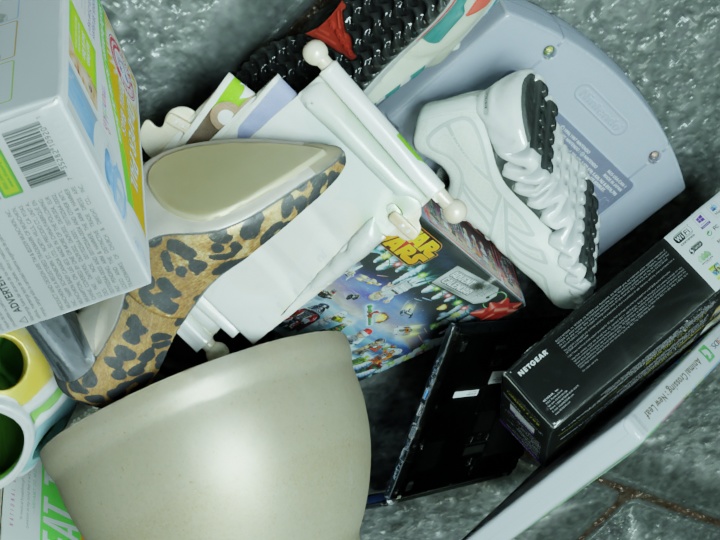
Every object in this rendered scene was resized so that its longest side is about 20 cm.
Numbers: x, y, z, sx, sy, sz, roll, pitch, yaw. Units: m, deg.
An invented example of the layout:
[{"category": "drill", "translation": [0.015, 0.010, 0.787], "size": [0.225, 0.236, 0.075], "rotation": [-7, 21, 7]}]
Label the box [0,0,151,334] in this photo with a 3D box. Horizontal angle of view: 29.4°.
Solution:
[{"category": "box", "translation": [-0.174, -0.075, 0.687], "size": [0.101, 0.200, 0.113], "rotation": [-18, 128, 2]}]

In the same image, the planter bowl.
[{"category": "planter bowl", "translation": [-0.076, 0.138, 0.833], "size": [0.200, 0.135, 0.200], "rotation": [-22, 169, -4]}]

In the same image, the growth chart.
[{"category": "growth chart", "translation": [-0.060, -0.036, 0.763], "size": [0.200, 0.018, 0.145], "rotation": [-33, 98, 23]}]

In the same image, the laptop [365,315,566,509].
[{"category": "laptop", "translation": [0.039, 0.107, 0.972], "size": [0.177, 0.103, 0.200], "rotation": [0, 114, -57]}]

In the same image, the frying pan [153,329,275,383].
[{"category": "frying pan", "translation": [-0.136, 0.063, 0.925], "size": [0.115, 0.031, 0.190], "rotation": [37, 123, -20]}]

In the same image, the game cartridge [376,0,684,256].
[{"category": "game cartridge", "translation": [0.113, -0.082, 0.868], "size": [0.133, 0.041, 0.200], "rotation": [-37, 129, 22]}]

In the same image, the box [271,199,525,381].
[{"category": "box", "translation": [0.000, 0.000, 0.862], "size": [0.137, 0.040, 0.200], "rotation": [-27, 146, 21]}]

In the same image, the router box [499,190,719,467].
[{"category": "router box", "translation": [0.180, 0.038, 0.892], "size": [0.200, 0.051, 0.149], "rotation": [-39, 163, -8]}]

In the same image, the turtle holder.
[{"category": "turtle holder", "translation": [-0.221, 0.050, 0.832], "size": [0.185, 0.132, 0.141], "rotation": [-37, 128, 18]}]

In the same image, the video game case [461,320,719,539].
[{"category": "video game case", "translation": [0.164, 0.125, 0.966], "size": [0.182, 0.022, 0.200], "rotation": [-30, 167, -50]}]

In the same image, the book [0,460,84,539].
[{"category": "book", "translation": [-0.184, 0.195, 0.964], "size": [0.048, 0.134, 0.200], "rotation": [-40, 128, 19]}]

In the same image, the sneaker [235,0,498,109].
[{"category": "sneaker", "translation": [0.010, -0.122, 0.784], "size": [0.093, 0.070, 0.200], "rotation": [-8, 156, -49]}]

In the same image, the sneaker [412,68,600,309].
[{"category": "sneaker", "translation": [0.096, -0.043, 0.838], "size": [0.081, 0.075, 0.200], "rotation": [-7, 141, 23]}]

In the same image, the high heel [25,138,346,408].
[{"category": "high heel", "translation": [-0.089, 0.005, 0.762], "size": [0.200, 0.071, 0.143], "rotation": [-22, 139, 1]}]
